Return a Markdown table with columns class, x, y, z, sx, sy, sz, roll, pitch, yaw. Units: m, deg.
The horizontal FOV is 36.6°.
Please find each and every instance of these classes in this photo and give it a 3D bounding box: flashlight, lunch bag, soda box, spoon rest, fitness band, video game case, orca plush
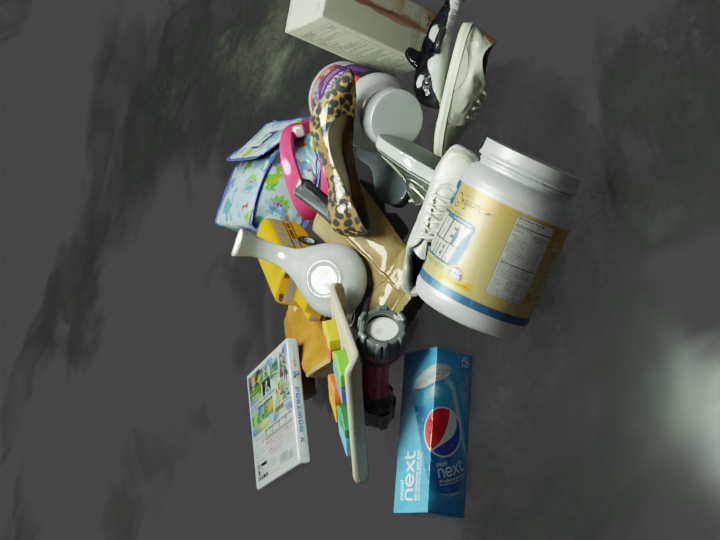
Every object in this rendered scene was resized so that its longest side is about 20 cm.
| class | x | y | z | sx | sy | sz | roll | pitch | yaw |
| --- | --- | --- | --- | --- | --- | --- | --- | --- | --- |
| flashlight | 0.026 | 0.133 | 1.404 | 0.068 | 0.067 | 0.202 | -55 | -22 | -38 |
| lunch bag | -0.144 | -0.153 | 1.787 | 0.169 | 0.126 | 0.203 | 7 | 76 | 62 |
| soda box | 0.091 | 0.203 | 1.356 | 0.067 | 0.063 | 0.204 | -16 | 64 | 51 |
| spoon rest | -0.079 | -0.005 | 1.500 | 0.197 | 0.060 | 0.101 | 23 | 97 | 19 |
| fitness band | -0.073 | -0.154 | 1.643 | 0.037 | 0.200 | 0.146 | -12 | 101 | 15 |
| video game case | -0.126 | 0.221 | 1.641 | 0.200 | 0.022 | 0.186 | 137 | 130 | -59 |
| orca plush | 0.094 | -0.316 | 1.509 | 0.070 | 0.105 | 0.204 | 5 | 78 | 16 |

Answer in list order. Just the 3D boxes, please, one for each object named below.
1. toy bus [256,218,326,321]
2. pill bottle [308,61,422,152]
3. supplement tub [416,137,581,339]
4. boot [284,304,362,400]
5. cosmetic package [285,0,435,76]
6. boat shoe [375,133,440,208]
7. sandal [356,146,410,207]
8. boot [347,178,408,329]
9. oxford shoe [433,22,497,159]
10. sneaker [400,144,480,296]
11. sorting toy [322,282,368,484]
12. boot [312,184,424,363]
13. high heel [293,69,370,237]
| class | x | y | z | sx | sy | sz | roll | pitch | yaw |
| --- | --- | --- | --- | --- | --- | --- | --- | --- | --- |
| toy bus | -0.098 | -0.003 | 1.612 | 0.201 | 0.077 | 0.066 | -120 | 44 | -56 |
| pill bottle | 0.009 | -0.233 | 1.565 | 0.200 | 0.110 | 0.113 | 34 | 105 | 60 |
| supplement tub | 0.163 | -0.038 | 1.275 | 0.144 | 0.143 | 0.203 | 37 | 107 | 54 |
| boot | -0.062 | 0.094 | 1.611 | 0.201 | 0.070 | 0.146 | -39 | 52 | 49 |
| cosmetic package | 0.002 | -0.363 | 1.588 | 0.103 | 0.198 | 0.089 | -3 | 75 | 52 |
| boat shoe | 0.089 | -0.110 | 1.430 | 0.199 | 0.070 | 0.064 | 39 | 116 | 27 |
| sandal | 0.048 | -0.154 | 1.590 | 0.076 | 0.042 | 0.201 | -53 | 30 | 18 |
| boot | -0.020 | -0.034 | 1.607 | 0.176 | 0.068 | 0.201 | -59 | 39 | 21 |
| oxford shoe | 0.139 | -0.228 | 1.461 | 0.075 | 0.057 | 0.203 | -50 | -26 | -74 |
| sneaker | 0.100 | -0.056 | 1.354 | 0.074 | 0.081 | 0.203 | 24 | 114 | 19 |
| sorting toy | -0.022 | 0.142 | 1.393 | 0.201 | 0.036 | 0.188 | -104 | 8 | -60 |
| boot | 0.000 | 0.000 | 1.511 | 0.200 | 0.066 | 0.176 | 46 | 105 | 26 |
| high heel | -0.009 | -0.152 | 1.454 | 0.142 | 0.071 | 0.203 | 37 | 118 | 34 |
